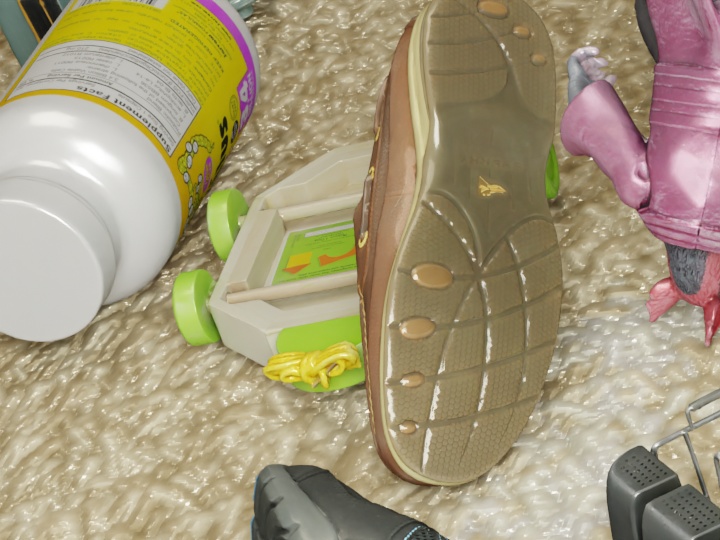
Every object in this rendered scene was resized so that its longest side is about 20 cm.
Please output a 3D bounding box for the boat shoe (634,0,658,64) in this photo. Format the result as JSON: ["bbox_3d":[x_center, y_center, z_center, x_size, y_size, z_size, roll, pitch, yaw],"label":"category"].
[{"bbox_3d":[0.158,-0.101,1.254,0.073,0.063,0.200,-20,27,0],"label":"boat shoe"}]

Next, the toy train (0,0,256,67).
[{"bbox_3d":[-0.104,-0.166,1.544,0.114,0.085,0.200,-7,28,44],"label":"toy train"}]

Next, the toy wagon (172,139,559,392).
[{"bbox_3d":[0.000,0.000,1.205,0.155,0.040,0.200,-11,29,18],"label":"toy wagon"}]

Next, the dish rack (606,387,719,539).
[{"bbox_3d":[0.189,0.067,0.937,0.200,0.055,0.153,-26,29,-14],"label":"dish rack"}]

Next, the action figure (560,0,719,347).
[{"bbox_3d":[0.144,-0.068,1.078,0.134,0.200,0.149,7,7,2],"label":"action figure"}]

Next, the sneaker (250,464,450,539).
[{"bbox_3d":[0.024,0.121,0.950,0.082,0.073,0.200,-13,29,-22],"label":"sneaker"}]

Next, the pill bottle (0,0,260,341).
[{"bbox_3d":[-0.120,-0.052,1.312,0.104,0.104,0.200,-8,30,23],"label":"pill bottle"}]

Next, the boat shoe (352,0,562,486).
[{"bbox_3d":[0.033,-0.009,1.107,0.068,0.072,0.200,146,133,-59],"label":"boat shoe"}]
